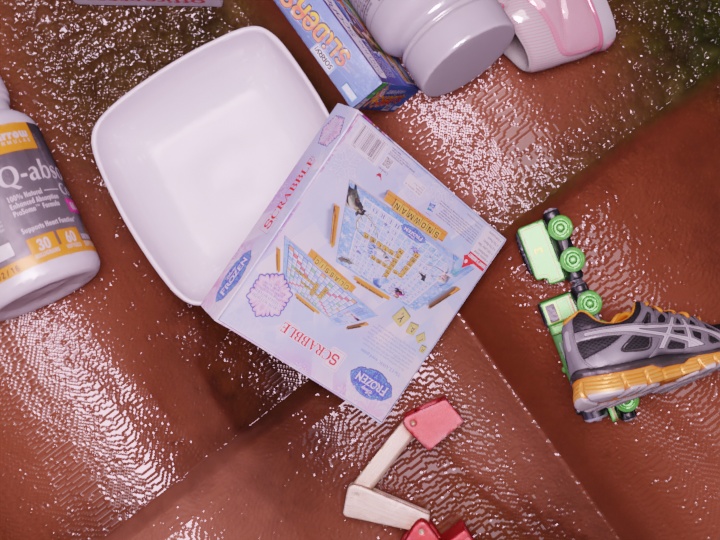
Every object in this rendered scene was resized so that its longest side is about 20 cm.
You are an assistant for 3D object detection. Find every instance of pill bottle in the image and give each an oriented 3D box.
[{"bbox_3d":[0.041,-0.259,0.862,0.113,0.113,0.201,-32,78,-1],"label":"pill bottle"},{"bbox_3d":[-0.318,-0.067,0.870,0.115,0.116,0.202,-26,87,0],"label":"pill bottle"}]

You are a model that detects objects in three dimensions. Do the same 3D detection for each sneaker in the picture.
[{"bbox_3d":[0.141,-0.272,0.892,0.104,0.075,0.202,-25,91,-6],"label":"sneaker"},{"bbox_3d":[0.251,0.062,0.846,0.198,0.078,0.078,-6,66,-34],"label":"sneaker"}]

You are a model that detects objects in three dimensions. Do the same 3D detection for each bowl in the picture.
[{"bbox_3d":[-0.116,-0.089,0.889,0.198,0.075,0.201,-31,88,-1],"label":"bowl"}]

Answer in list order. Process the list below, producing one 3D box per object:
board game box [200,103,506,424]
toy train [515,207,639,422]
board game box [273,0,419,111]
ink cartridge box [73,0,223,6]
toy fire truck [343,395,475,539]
[{"bbox_3d":[0.000,0.000,0.844,0.199,0.041,0.200,37,88,-33],"label":"board game box"},{"bbox_3d":[0.192,0.044,0.894,0.056,0.042,0.202,-20,87,10],"label":"toy train"},{"bbox_3d":[-0.034,-0.228,0.861,0.034,0.135,0.201,-37,85,18],"label":"board game box"},{"bbox_3d":[-0.197,-0.322,0.839,0.145,0.200,0.148,1,88,1],"label":"ink cartridge box"},{"bbox_3d":[0.033,0.221,0.882,0.199,0.049,0.142,-36,87,0],"label":"toy fire truck"}]
